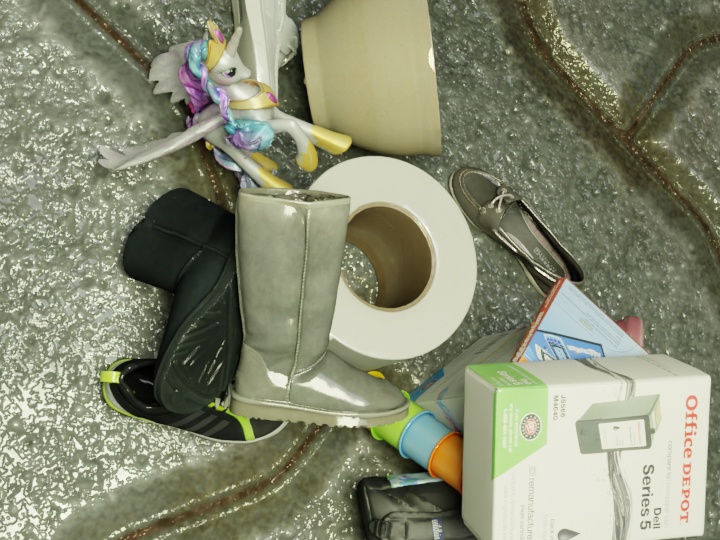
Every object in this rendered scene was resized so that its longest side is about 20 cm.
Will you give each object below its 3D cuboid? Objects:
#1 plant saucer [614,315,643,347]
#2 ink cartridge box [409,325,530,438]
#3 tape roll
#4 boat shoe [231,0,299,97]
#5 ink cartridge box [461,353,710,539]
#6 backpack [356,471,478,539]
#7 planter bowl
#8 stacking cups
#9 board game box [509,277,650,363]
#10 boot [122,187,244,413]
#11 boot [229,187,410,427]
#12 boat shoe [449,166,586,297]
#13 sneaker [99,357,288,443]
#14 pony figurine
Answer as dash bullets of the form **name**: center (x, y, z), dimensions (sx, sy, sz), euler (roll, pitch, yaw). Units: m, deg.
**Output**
- **plant saucer**: center (0.269, 0.148, 1.061), dimensions (0.050, 0.201, 0.202), euler (10, 71, 12)
- **ink cartridge box**: center (0.150, 0.125, 0.993), dimensions (0.144, 0.200, 0.085), euler (-34, 93, -26)
- **tape roll**: center (0.000, 0.000, 0.991), dimensions (0.201, 0.139, 0.205), euler (5, 77, -22)
- **boat shoe**: center (-0.100, -0.260, 1.052), dimensions (0.068, 0.072, 0.202), euler (0, 69, -23)
- **ink cartridge box**: center (0.195, 0.156, 0.842), dimensions (0.198, 0.084, 0.147), euler (-2, 98, -13)
- **backpack**: center (0.106, 0.273, 0.985), dimensions (0.198, 0.154, 0.165), euler (-13, 78, -4)
- **planter bowl**: center (0.009, -0.215, 1.031), dimensions (0.133, 0.200, 0.202), euler (-6, 79, 3)
- **stacking cups**: center (0.073, 0.169, 0.958), dimensions (0.060, 0.199, 0.061), euler (-28, 132, -37)
- **board game box**: center (0.235, 0.109, 0.916), dimensions (0.200, 0.019, 0.103), euler (41, 66, -15)
- **boot**: center (-0.167, 0.022, 0.908), dimensions (0.076, 0.167, 0.201), euler (41, 72, -45)
- **boot**: center (-0.030, 0.033, 0.852), dimensions (0.180, 0.073, 0.202), euler (6, 95, -19)
- **boat shoe**: center (0.188, -0.050, 1.129), dimensions (0.200, 0.057, 0.067), euler (47, 65, -7)
- **sneaker**: center (-0.152, 0.125, 0.928), dimensions (0.198, 0.083, 0.072), euler (9, 75, -21)
- **pony figurine**: center (-0.136, -0.150, 0.951), dimensions (0.200, 0.192, 0.168), euler (42, 47, -39)
